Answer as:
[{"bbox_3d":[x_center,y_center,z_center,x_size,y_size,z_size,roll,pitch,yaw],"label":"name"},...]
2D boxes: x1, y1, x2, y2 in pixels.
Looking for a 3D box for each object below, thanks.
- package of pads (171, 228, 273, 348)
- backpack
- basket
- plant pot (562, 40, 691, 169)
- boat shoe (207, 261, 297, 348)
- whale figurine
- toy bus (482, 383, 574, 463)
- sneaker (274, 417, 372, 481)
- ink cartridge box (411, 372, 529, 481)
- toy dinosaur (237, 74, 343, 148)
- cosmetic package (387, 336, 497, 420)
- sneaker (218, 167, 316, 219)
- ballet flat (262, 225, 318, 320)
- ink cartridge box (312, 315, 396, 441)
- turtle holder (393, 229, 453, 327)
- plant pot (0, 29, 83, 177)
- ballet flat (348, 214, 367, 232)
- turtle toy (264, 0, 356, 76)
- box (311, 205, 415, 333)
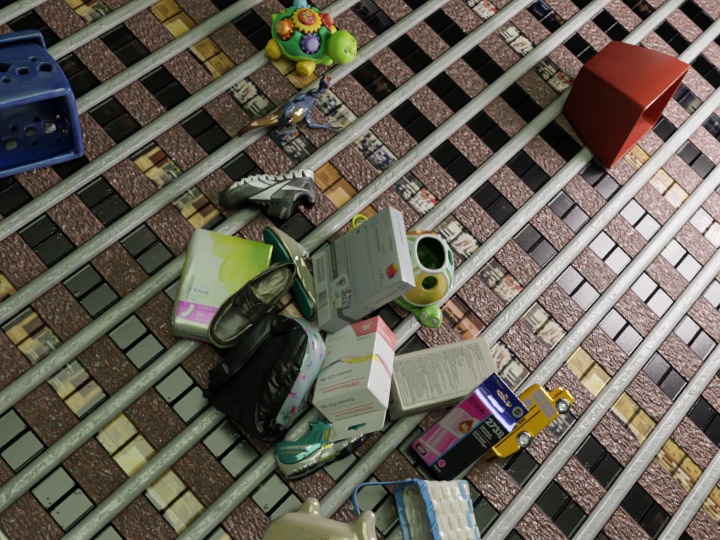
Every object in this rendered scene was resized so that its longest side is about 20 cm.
[{"bbox_3d":[-0.252,0.034,1.408,0.153,0.068,0.202,13,65,-10],"label":"package of pads"},{"bbox_3d":[-0.149,0.170,1.322,0.166,0.127,0.201,29,89,18],"label":"backpack"},{"bbox_3d":[0.092,0.434,1.291,0.198,0.139,0.178,0,67,-24],"label":"basket"},{"bbox_3d":[0.573,-0.389,1.738,0.176,0.201,0.200,41,63,16],"label":"plant pot"},{"bbox_3d":[-0.186,0.050,1.347,0.073,0.065,0.200,41,63,-1],"label":"boat shoe"},{"bbox_3d":[-0.062,0.446,1.248,0.198,0.104,0.161,-17,66,4],"label":"whale figurine"},{"bbox_3d":[0.304,0.279,1.454,0.199,0.065,0.079,-34,78,-24],"label":"toy bus"},{"bbox_3d":[-0.054,0.289,1.354,0.198,0.078,0.080,-20,65,-21],"label":"sneaker"},{"bbox_3d":[0.193,0.280,1.378,0.200,0.037,0.095,-43,85,11],"label":"ink cartridge box"},{"bbox_3d":[-0.131,-0.342,1.589,0.198,0.106,0.182,12,44,4],"label":"toy dinosaur"},{"bbox_3d":[0.143,0.198,1.432,0.198,0.087,0.104,-9,70,-17],"label":"cosmetic package"},{"bbox_3d":[-0.171,-0.138,1.500,0.198,0.067,0.091,-13,70,-22],"label":"sneaker"},{"bbox_3d":[-0.115,-0.002,1.464,0.069,0.069,0.201,-24,81,-22],"label":"ballet flat"},{"bbox_3d":[-0.011,0.185,1.343,0.068,0.116,0.201,51,32,-34],"label":"ink cartridge box"},{"bbox_3d":[0.108,0.009,1.476,0.140,0.132,0.187,25,64,-4],"label":"turtle holder"},{"bbox_3d":[-0.621,-0.303,1.384,0.198,0.200,0.181,-19,68,-20],"label":"plant pot"},{"bbox_3d":[0.025,-0.054,1.455,0.066,0.200,0.068,-2,113,-22],"label":"ballet flat"},{"bbox_3d":[-0.100,-0.494,1.646,0.199,0.101,0.147,28,64,-2],"label":"turtle toy"},{"bbox_3d":[0.000,0.000,1.380,0.041,0.199,0.157,23,46,-40],"label":"box"}]
